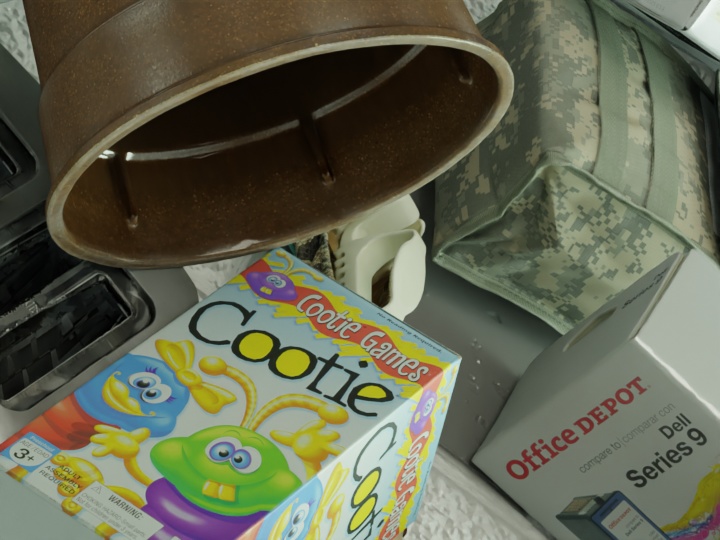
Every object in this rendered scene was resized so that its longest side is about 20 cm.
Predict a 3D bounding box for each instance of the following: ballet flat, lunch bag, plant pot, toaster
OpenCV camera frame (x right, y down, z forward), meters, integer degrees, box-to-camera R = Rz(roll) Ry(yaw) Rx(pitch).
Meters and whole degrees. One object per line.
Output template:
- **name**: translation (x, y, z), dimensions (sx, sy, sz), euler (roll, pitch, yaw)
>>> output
- **ballet flat**: translation (0.000, 0.000, 1.343), dimensions (0.068, 0.075, 0.200), euler (44, 21, -24)
- **lunch bag**: translation (0.144, -0.043, 1.499), dimensions (0.200, 0.118, 0.164), euler (31, 40, -26)
- **plant pot**: translation (-0.061, -0.132, 1.165), dimensions (0.200, 0.200, 0.198), euler (-2, 65, -39)
- **toaster**: translation (-0.187, 0.011, 1.202), dimensions (0.181, 0.119, 0.200), euler (52, 44, 3)

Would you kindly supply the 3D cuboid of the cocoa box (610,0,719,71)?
- **cocoa box**: translation (0.207, -0.182, 1.515), dimensions (0.133, 0.131, 0.200), euler (35, 6, 35)

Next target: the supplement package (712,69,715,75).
- **supplement package**: translation (0.300, -0.139, 1.645), dimensions (0.111, 0.156, 0.200), euler (7, 56, -50)

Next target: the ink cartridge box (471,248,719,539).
- **ink cartridge box**: translation (0.179, 0.106, 1.399), dimensions (0.200, 0.145, 0.088), euler (44, 45, -5)

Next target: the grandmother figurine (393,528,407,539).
- **grandmother figurine**: translation (-0.029, 0.103, 1.299), dimensions (0.121, 0.061, 0.200), euler (37, 43, 1)

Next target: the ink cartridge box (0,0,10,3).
- **ink cartridge box**: translation (-0.218, -0.150, 1.258), dimensions (0.200, 0.146, 0.084), euler (-25, 105, -46)

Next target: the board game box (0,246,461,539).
- **board game box**: translation (-0.061, 0.093, 1.172), dimensions (0.103, 0.105, 0.200), euler (30, 41, 21)
